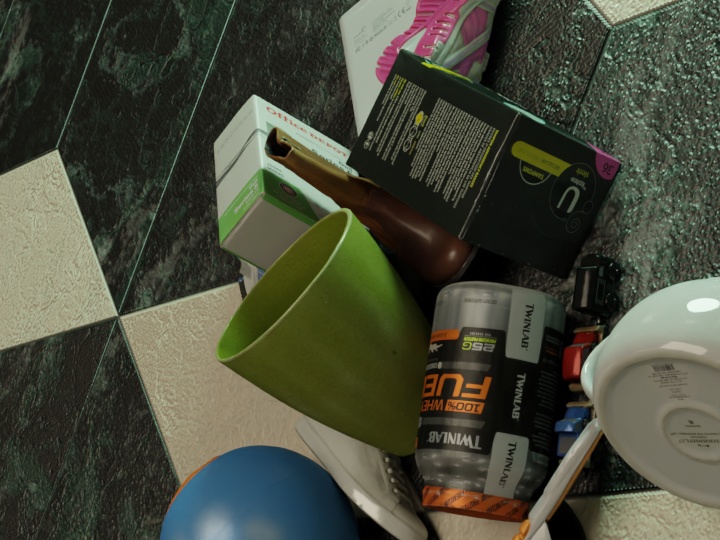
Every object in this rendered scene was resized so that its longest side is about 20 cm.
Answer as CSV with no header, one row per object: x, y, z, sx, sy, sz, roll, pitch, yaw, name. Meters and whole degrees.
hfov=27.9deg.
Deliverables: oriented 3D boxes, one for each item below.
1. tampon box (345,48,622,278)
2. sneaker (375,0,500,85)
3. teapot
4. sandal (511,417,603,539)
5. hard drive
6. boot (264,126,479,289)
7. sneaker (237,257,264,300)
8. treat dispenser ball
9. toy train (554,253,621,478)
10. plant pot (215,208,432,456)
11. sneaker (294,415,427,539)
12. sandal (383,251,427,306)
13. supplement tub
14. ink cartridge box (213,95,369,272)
0.114,-0.103,1.373,0.200,0.149,0.127,37,105,49,tampon box
0.095,-0.238,1.498,0.081,0.088,0.201,17,62,44,sneaker
0.280,0.077,1.118,0.146,0.199,0.198,-53,-15,-38,teapot
0.170,0.221,1.232,0.059,0.079,0.208,33,118,14,sandal
0.039,-0.233,1.607,0.132,0.025,0.202,-34,52,36,hard drive
0.010,-0.071,1.413,0.069,0.199,0.188,-52,26,7,boot
-0.102,-0.024,1.666,0.077,0.076,0.201,-27,53,12,sneaker
-0.099,0.275,1.429,0.200,0.200,0.203,-21,60,42,treat dispenser ball
0.201,0.082,1.282,0.034,0.046,0.202,-7,71,47,toy train
-0.003,0.077,1.381,0.187,0.200,0.187,-44,15,15,plant pot
0.015,0.189,1.434,0.085,0.073,0.200,-43,54,0,sneaker
0.000,0.000,1.545,0.200,0.045,0.076,35,100,49,sandal
0.116,0.120,1.306,0.122,0.122,0.202,-6,71,47,supplement tub
-0.075,-0.078,1.546,0.084,0.145,0.201,-48,29,25,ink cartridge box
